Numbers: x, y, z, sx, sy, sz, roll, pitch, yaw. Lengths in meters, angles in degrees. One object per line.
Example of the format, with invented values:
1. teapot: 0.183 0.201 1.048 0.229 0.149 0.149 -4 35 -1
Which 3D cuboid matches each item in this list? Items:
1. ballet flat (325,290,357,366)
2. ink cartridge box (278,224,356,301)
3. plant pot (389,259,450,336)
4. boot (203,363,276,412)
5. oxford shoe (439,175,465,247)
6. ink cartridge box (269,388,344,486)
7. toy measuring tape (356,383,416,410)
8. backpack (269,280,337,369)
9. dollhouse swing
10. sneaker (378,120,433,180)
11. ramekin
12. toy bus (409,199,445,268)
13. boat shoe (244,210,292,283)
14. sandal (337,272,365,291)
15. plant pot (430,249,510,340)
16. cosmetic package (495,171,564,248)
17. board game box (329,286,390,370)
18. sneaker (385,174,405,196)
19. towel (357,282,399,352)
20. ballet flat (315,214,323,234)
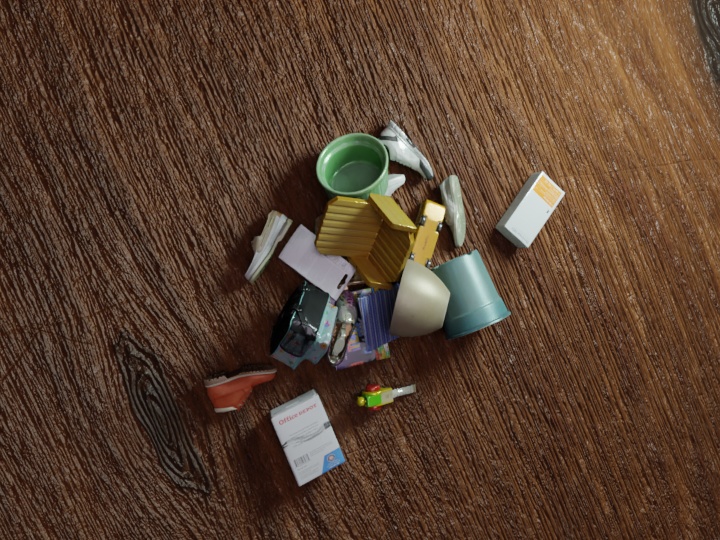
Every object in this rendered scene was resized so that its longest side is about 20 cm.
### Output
1. ballet flat: -0.047 0.158 1.627 0.067 0.071 0.207 15 87 -9
2. ink cartridge box: -0.116 -0.020 1.663 0.198 0.050 0.110 37 84 -3
3. plant pot: 0.164 0.087 1.609 0.130 0.200 0.207 14 88 8
4. boot: -0.313 0.315 1.633 0.193 0.075 0.111 -14 97 -3
5. oxford shoe: 0.264 -0.170 1.752 0.056 0.075 0.207 -5 102 27
6. ink cartridge box: -0.147 0.451 1.659 0.141 0.084 0.206 -23 96 -11
7. toy measuring tape: 0.066 0.350 1.726 0.195 0.073 0.076 -9 93 -34
8. backpack: -0.154 0.157 1.596 0.151 0.200 0.179 31 41 -18
9. dollhouse swing: 0.006 -0.070 1.547 0.172 0.183 0.204 -7 135 -37
10. sneaker: 0.128 -0.324 1.719 0.080 0.074 0.200 -43 95 7
11. ramekin: -0.015 -0.256 1.626 0.193 0.099 0.206 -5 59 9
12. toy bus: 0.178 -0.093 1.721 0.063 0.078 0.206 18 87 -12
13. boat shoe: -0.261 -0.065 1.637 0.067 0.075 0.203 32 78 -4
14. sandal: 0.001 0.001 1.686 0.205 0.078 0.072 -18 100 -6
15. plant pot: 0.294 0.062 1.699 0.195 0.200 0.202 -21 88 -10
16. cosmetic package: 0.499 -0.177 1.791 0.100 0.071 0.202 37 84 -10
17. board game box: -0.013 0.157 1.697 0.160 0.057 0.207 -12 93 -13
18. sneaker: 0.043 -0.200 1.703 0.195 0.075 0.091 -26 107 -3
19. towel: 0.062 0.125 1.672 0.197 0.023 0.150 -16 99 -52
20. ballet flat: -0.039 -0.084 1.678 0.194 0.071 0.067 22 58 -4
